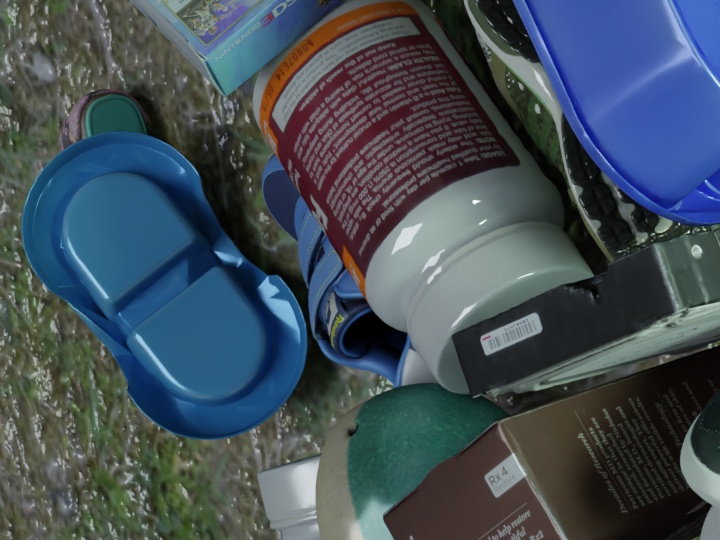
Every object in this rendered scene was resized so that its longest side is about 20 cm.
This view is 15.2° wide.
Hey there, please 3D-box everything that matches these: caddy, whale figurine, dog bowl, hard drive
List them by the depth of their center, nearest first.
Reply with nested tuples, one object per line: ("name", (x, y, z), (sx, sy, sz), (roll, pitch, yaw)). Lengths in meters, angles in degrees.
("hard drive", (0.158, 0.011, 1.245), (0.140, 0.200, 0.038), (-26, 80, 46))
("caddy", (0.141, -0.120, 1.277), (0.105, 0.141, 0.200), (-33, 75, 40))
("whale figurine", (0.066, 0.144, 1.405), (0.104, 0.159, 0.200), (-27, 116, 29))
("dog bowl", (-0.114, 0.012, 1.591), (0.200, 0.111, 0.050), (51, 174, 9))

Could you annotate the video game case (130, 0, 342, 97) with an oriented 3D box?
("video game case", (-0.054, -0.215, 1.436), (0.181, 0.200, 0.045), (46, 172, 30))

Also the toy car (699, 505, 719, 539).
("toy car", (0.223, 0.153, 1.263), (0.150, 0.175, 0.200), (-102, 27, -56))

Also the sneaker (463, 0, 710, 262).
("sneaker", (0.115, -0.077, 1.386), (0.200, 0.077, 0.089), (64, 167, 12))

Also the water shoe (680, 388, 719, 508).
("water shoe", (0.215, 0.030, 1.188), (0.071, 0.200, 0.079), (34, 145, 38))

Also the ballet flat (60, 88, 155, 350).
("ballet flat", (-0.140, -0.012, 1.660), (0.071, 0.069, 0.200), (-38, 67, 63))

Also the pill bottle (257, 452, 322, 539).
("pill bottle", (0.013, 0.196, 1.505), (0.114, 0.114, 0.200), (-17, 87, 47))

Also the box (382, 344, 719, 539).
("box", (0.119, 0.101, 1.306), (0.100, 0.200, 0.075), (-43, 68, 43))

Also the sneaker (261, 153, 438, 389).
("sneaker", (0.000, 0.000, 1.486), (0.200, 0.082, 0.074), (42, 147, 34))

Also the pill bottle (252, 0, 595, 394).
("pill bottle", (0.035, -0.040, 1.407), (0.200, 0.114, 0.114), (58, 134, 32))
